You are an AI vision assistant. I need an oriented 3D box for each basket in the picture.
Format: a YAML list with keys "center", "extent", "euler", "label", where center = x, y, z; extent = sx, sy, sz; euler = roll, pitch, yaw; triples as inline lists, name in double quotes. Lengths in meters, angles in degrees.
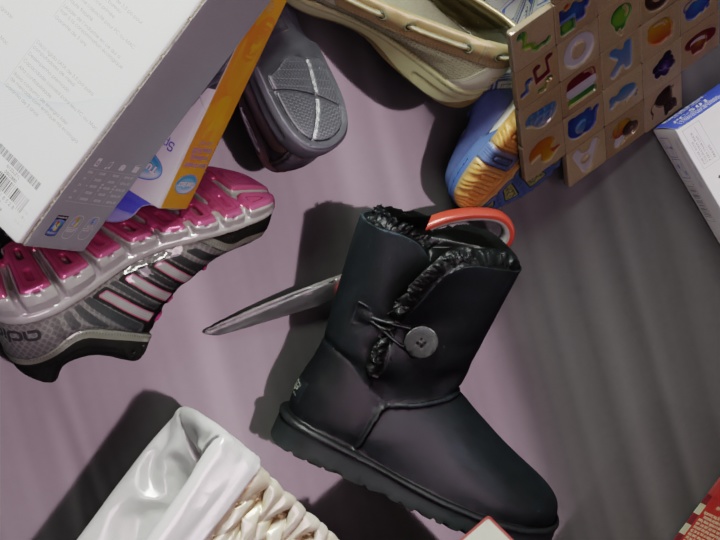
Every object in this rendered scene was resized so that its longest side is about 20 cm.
- center: [-0.107, 0.200, 1.385]
  extent: [0.123, 0.136, 0.200]
  euler: [38, 83, -16]
  label: "basket"

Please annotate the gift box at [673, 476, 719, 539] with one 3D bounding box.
- center: [0.312, 0.213, 1.476]
  extent: [0.187, 0.185, 0.200]
  euler: [40, 89, -12]
  label: "gift box"

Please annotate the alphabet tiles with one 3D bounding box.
- center: [0.158, -0.142, 1.430]
  extent: [0.166, 0.006, 0.200]
  euler: [-36, 145, -18]
  label: "alphabet tiles"

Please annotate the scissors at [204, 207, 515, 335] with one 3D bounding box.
- center: [0.000, 0.000, 1.456]
  extent: [0.199, 0.014, 0.073]
  euler: [-5, 122, -13]
  label: "scissors"

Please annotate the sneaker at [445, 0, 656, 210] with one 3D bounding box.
- center: [0.107, -0.132, 1.467]
  extent: [0.200, 0.088, 0.075]
  euler: [-56, 148, 10]
  label: "sneaker"

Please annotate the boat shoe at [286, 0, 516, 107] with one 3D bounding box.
- center: [0.008, -0.177, 1.394]
  extent: [0.200, 0.063, 0.073]
  euler: [38, 49, -11]
  label: "boat shoe"

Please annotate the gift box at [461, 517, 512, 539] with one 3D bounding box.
- center: [0.075, 0.285, 1.339]
  extent: [0.200, 0.184, 0.187]
  euler: [-43, 137, -13]
  label: "gift box"

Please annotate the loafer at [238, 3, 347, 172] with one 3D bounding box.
- center: [-0.073, -0.153, 1.412]
  extent: [0.072, 0.063, 0.201]
  euler: [-16, 80, -37]
  label: "loafer"

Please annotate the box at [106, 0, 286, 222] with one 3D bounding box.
- center: [-0.123, -0.130, 1.364]
  extent: [0.119, 0.041, 0.201]
  euler: [31, 104, 20]
  label: "box"

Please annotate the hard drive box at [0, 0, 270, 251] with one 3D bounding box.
- center: [-0.166, -0.136, 1.316]
  extent: [0.156, 0.077, 0.200]
  euler: [43, 103, 18]
  label: "hard drive box"

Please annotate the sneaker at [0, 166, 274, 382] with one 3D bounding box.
- center: [-0.138, 0.004, 1.399]
  extent: [0.199, 0.074, 0.088]
  euler: [-27, 132, -29]
  label: "sneaker"

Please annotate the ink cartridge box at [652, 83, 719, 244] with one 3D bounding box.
- center: [0.283, -0.033, 1.527]
  extent: [0.094, 0.044, 0.200]
  euler: [-34, 101, -10]
  label: "ink cartridge box"

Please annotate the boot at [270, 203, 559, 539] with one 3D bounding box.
- center: [0.062, 0.064, 1.434]
  extent: [0.199, 0.076, 0.169]
  euler: [24, 104, -9]
  label: "boot"
